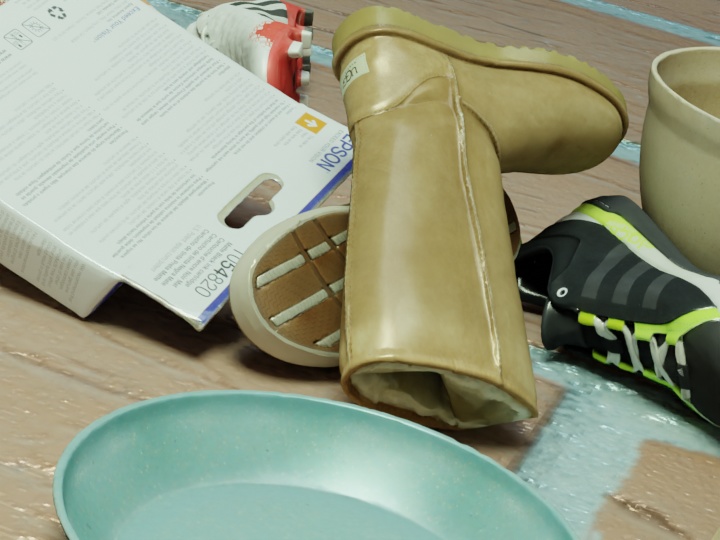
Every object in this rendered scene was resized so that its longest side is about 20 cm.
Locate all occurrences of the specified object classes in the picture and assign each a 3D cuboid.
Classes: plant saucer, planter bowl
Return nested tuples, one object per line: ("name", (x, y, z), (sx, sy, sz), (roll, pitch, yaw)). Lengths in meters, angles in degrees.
("plant saucer", (-0.016, 0.105, 0.732), (0.198, 0.036, 0.200), (11, 22, -5))
("planter bowl", (0.231, -0.021, 1.052), (0.198, 0.136, 0.201), (12, 21, -5))

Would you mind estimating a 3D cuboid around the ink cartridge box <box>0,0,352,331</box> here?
("ink cartridge box", (-0.119, -0.058, 0.998), (0.199, 0.041, 0.200), (32, 38, 9))

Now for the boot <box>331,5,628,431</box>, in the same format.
("boot", (0.061, -0.015, 0.947), (0.174, 0.066, 0.201), (12, 52, -23))

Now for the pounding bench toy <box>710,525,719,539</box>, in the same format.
("pounding bench toy", (0.230, 0.061, 0.815), (0.123, 0.157, 0.200), (19, 22, 18))

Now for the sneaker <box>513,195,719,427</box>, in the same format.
("sneaker", (0.132, 0.032, 0.990), (0.082, 0.072, 0.200), (-20, 30, -12))

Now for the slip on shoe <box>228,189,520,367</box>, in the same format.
("slip on shoe", (0.000, 0.000, 0.979), (0.060, 0.077, 0.199), (-21, 5, 41))

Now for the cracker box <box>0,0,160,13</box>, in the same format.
("cracker box", (-0.163, -0.111, 1.161), (0.133, 0.058, 0.200), (-1, 24, -28))

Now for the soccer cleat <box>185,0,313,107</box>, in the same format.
("soccer cleat", (-0.073, -0.133, 1.266), (0.084, 0.069, 0.200), (3, 18, -1))
